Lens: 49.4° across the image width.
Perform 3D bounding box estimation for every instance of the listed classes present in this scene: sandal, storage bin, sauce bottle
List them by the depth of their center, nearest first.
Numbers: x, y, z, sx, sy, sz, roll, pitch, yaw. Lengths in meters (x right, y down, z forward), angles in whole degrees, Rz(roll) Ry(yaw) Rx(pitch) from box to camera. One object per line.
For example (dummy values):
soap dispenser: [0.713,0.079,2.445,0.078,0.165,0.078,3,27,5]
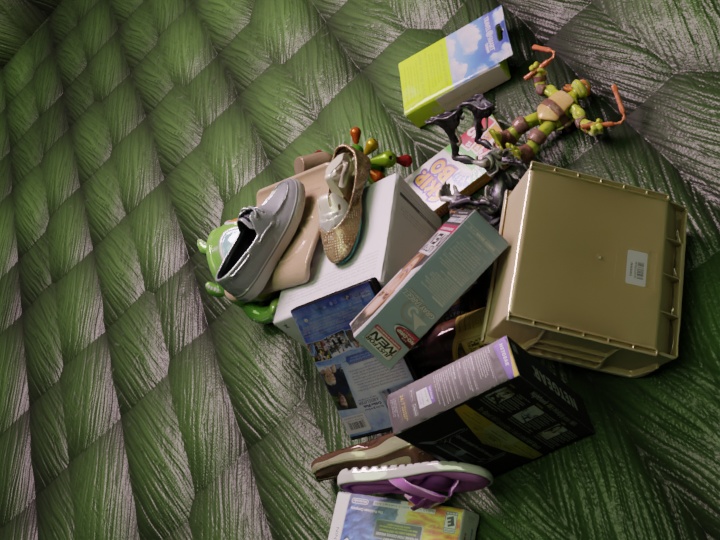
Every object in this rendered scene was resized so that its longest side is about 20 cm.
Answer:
storage bin: [0.260,0.000,0.905,0.198,0.094,0.201,14,69,-1]
sandal: [0.065,0.264,0.936,0.202,0.082,0.050,-12,57,31]
sauce bottle: [0.139,0.087,0.997,0.200,0.066,0.066,-24,52,27]

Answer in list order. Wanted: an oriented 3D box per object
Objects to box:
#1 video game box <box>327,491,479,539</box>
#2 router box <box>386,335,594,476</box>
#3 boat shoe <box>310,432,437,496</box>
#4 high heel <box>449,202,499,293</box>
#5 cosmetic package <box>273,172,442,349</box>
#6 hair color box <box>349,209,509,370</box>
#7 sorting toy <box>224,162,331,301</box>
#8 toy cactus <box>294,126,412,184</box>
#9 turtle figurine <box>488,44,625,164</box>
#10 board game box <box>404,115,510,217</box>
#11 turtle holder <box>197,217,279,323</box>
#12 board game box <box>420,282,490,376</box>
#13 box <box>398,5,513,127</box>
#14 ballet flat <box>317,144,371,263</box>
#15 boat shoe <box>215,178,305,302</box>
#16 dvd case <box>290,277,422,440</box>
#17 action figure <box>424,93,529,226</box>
video game box: [0.038,0.377,0.965,0.200,0.047,0.183,-6,64,38]
router box: [0.150,0.163,0.885,0.157,0.200,0.052,-30,48,22]
boat shoe: [0.016,0.263,1.034,0.202,0.075,0.075,-27,74,38]
high heel: [0.110,-0.032,1.082,0.200,0.072,0.143,-24,44,-23]
cosmetic package: [0.000,0.000,1.137,0.199,0.123,0.200,-22,41,34]
hair color box: [0.077,0.019,0.933,0.200,0.061,0.099,-47,6,1]
sorting toy: [-0.116,-0.054,1.188,0.185,0.036,0.200,-15,51,41]
toy cactus: [-0.028,-0.178,1.267,0.200,0.165,0.103,18,110,51]
turtle figurine: [0.264,-0.226,1.112,0.161,0.064,0.200,-38,57,4]
board game box: [0.141,-0.147,1.202,0.200,0.030,0.096,-38,47,20]
turtle holder: [-0.179,-0.006,1.306,0.132,0.141,0.186,-27,48,24]
board game box: [0.128,0.116,1.054,0.135,0.028,0.201,-6,62,38]
box: [0.159,-0.331,1.278,0.200,0.048,0.122,-24,53,28]
ballet flat: [-0.032,-0.100,1.104,0.070,0.065,0.200,-23,42,32]
boat shoe: [-0.145,-0.056,1.130,0.070,0.071,0.201,5,65,49]
dvd case: [0.004,0.120,1.032,0.142,0.018,0.200,-22,96,33]
action figure: [0.169,-0.133,1.060,0.119,0.200,0.102,-32,16,-18]
